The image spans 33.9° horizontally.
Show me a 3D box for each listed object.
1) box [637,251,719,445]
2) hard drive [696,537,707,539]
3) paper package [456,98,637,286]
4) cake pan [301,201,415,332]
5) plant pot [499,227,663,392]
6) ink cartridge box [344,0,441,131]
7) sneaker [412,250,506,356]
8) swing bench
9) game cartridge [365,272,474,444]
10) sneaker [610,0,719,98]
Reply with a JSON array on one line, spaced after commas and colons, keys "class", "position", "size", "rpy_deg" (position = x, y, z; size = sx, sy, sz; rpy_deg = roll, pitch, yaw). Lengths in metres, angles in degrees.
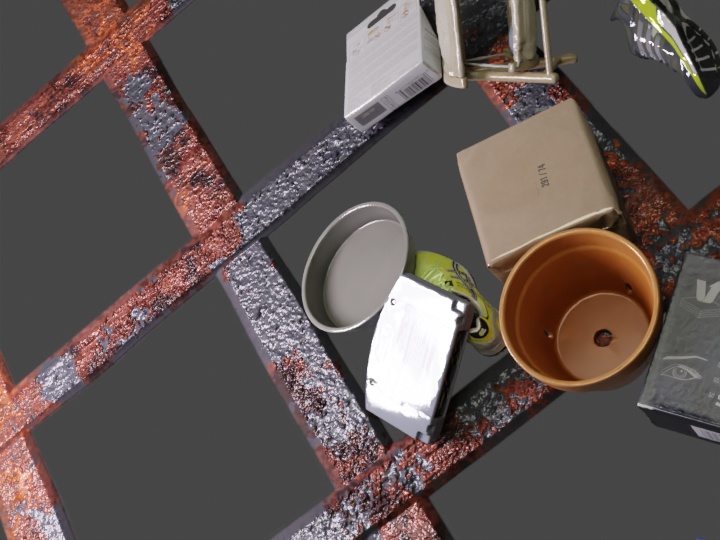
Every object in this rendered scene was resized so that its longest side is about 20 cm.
[{"class": "box", "position": [0.456, 0.105, 1.385], "size": [0.195, 0.117, 0.202], "rpy_deg": [15, 77, 30]}, {"class": "hard drive", "position": [0.465, 0.387, 1.317], "size": [0.198, 0.025, 0.133], "rpy_deg": [7, 72, 29]}, {"class": "paper package", "position": [0.244, -0.096, 1.572], "size": [0.189, 0.103, 0.201], "rpy_deg": [-24, 53, 16]}, {"class": "cake pan", "position": [0.000, 0.000, 1.682], "size": [0.199, 0.037, 0.202], "rpy_deg": [-24, 52, 33]}, {"class": "plant pot", "position": [0.288, 0.067, 1.474], "size": [0.198, 0.140, 0.202], "rpy_deg": [-11, 64, 22]}, {"class": "ink cartridge box", "position": [0.047, -0.329, 1.805], "size": [0.162, 0.057, 0.201], "rpy_deg": [-32, 36, 32]}, {"class": "sneaker", "position": [0.127, 0.031, 1.609], "size": [0.076, 0.076, 0.200], "rpy_deg": [-49, 55, 3]}, {"class": "swing bench", "position": [0.189, -0.370, 1.660], "size": [0.198, 0.130, 0.201], "rpy_deg": [1, 113, 26]}, {"class": "game cartridge", "position": [0.073, 0.113, 1.578], "size": [0.133, 0.040, 0.202], "rpy_deg": [26, 108, 35]}, {"class": "sneaker", "position": [0.418, -0.310, 1.615], "size": [0.201, 0.073, 0.081], "rpy_deg": [61, 140, 20]}]
